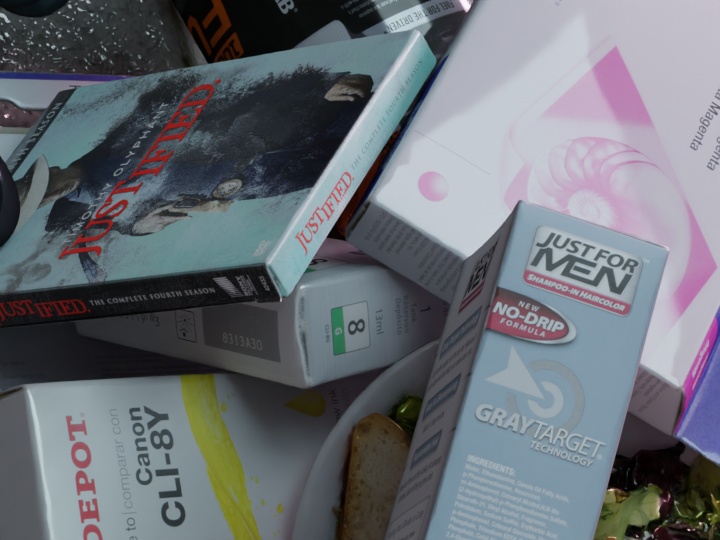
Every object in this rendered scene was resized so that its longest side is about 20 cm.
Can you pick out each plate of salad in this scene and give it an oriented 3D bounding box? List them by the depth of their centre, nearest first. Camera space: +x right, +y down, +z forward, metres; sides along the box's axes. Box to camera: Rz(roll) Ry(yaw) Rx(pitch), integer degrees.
[{"bbox_3d":[0.072,0.118,1.126,0.200,0.048,0.200,0,91,-13],"label":"plate of salad"}]

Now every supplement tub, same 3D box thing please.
[{"bbox_3d":[-0.016,-0.123,1.243,0.122,0.123,0.200,-19,75,-43],"label":"supplement tub"}]

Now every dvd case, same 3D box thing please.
[{"bbox_3d":[-0.080,-0.034,1.150,0.022,0.200,0.146,57,45,-29],"label":"dvd case"}]

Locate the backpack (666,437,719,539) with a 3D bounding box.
[{"bbox_3d":[0.139,0.108,1.243,0.163,0.200,0.168,48,43,7],"label":"backpack"}]

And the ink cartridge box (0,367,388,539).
[{"bbox_3d":[-0.061,0.119,1.154,0.200,0.083,0.145,-1,77,-35],"label":"ink cartridge box"}]

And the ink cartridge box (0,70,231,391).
[{"bbox_3d":[-0.141,0.001,1.251,0.199,0.041,0.200,0,56,-35],"label":"ink cartridge box"}]

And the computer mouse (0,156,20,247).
[{"bbox_3d":[-0.217,-0.080,1.157,0.200,0.059,0.034,46,-1,0],"label":"computer mouse"}]

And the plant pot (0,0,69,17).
[{"bbox_3d":[-0.241,-0.204,1.253,0.196,0.200,0.200,-8,61,-30],"label":"plant pot"}]

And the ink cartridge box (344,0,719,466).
[{"bbox_3d":[0.122,-0.042,1.153,0.200,0.043,0.196,30,59,-3],"label":"ink cartridge box"}]

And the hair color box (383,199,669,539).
[{"bbox_3d":[0.048,0.086,1.016,0.061,0.099,0.200,18,75,-6],"label":"hair color box"}]

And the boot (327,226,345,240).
[{"bbox_3d":[0.009,-0.075,1.382,0.200,0.073,0.156,36,42,-22],"label":"boot"}]

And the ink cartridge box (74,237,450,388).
[{"bbox_3d":[0.000,0.000,1.211,0.200,0.161,0.050,-15,106,-39],"label":"ink cartridge box"}]
